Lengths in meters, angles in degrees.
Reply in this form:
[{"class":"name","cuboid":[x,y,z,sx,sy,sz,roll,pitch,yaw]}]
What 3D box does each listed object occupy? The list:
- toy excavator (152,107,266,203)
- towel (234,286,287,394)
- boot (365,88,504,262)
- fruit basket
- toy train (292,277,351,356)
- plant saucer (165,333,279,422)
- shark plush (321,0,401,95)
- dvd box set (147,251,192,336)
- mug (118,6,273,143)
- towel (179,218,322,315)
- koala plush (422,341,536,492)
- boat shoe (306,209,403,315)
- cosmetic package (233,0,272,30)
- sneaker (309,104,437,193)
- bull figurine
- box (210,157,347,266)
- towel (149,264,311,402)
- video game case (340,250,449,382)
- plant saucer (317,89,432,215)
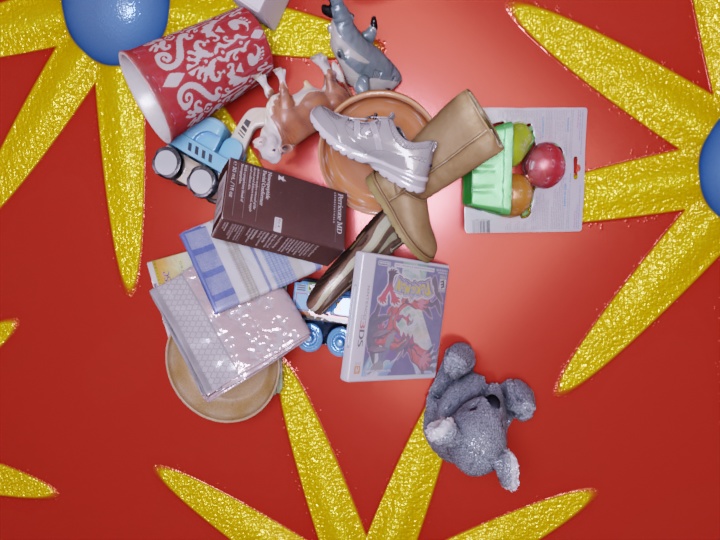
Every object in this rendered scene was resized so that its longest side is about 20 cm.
[{"class":"toy excavator","cuboid":[-0.210,-0.206,0.895,0.190,0.100,0.205,27,91,0]},{"class":"towel","cuboid":[-0.197,0.104,0.936,0.146,0.023,0.208,7,103,3]},{"class":"boot","cuboid":[0.124,-0.129,0.814,0.197,0.067,0.177,-33,106,25]},{"class":"fruit basket","cuboid":[0.255,-0.156,0.863,0.192,0.094,0.193,-3,98,-10]},{"class":"toy train","cuboid":[-0.026,0.078,0.912,0.192,0.087,0.119,7,92,5]},{"class":"plant saucer","cuboid":[-0.224,0.148,0.917,0.192,0.035,0.209,1,101,6]},{"class":"shark plush","cuboid":[-0.006,-0.347,0.826,0.082,0.092,0.202,-29,125,5]},{"class":"dvd box set","cuboid":[-0.257,0.031,0.954,0.193,0.029,0.152,-13,97,7]},{"class":"mug","cuboid":[-0.251,-0.311,0.843,0.198,0.176,0.136,-36,133,-21]},{"class":"towel","cuboid":[-0.168,-0.031,0.871,0.196,0.024,0.150,-24,75,-27]},{"class":"koala plush","cuboid":[0.175,0.247,0.853,0.174,0.200,0.188,31,100,0]},{"class":"boat shoe","cuboid":[0.002,0.000,0.860,0.075,0.074,0.203,44,77,-13]},{"class":"cosmetic package","cuboid":[-0.126,-0.489,0.841,0.073,0.102,0.204,29,98,2]},{"class":"sneaker","cuboid":[0.020,-0.189,0.780,0.196,0.075,0.084,30,105,7]},{"class":"bull figurine","cuboid":[-0.095,-0.249,0.841,0.197,0.064,0.125,-32,116,-30]},{"class":"box","cuboid":[-0.120,-0.084,0.841,0.194,0.075,0.104,13,65,-26]},{"class":"towel","cuboid":[-0.202,0.065,0.856,0.188,0.032,0.203,-30,75,-19]},{"class":"video game case","cuboid":[0.059,0.075,0.857,0.023,0.195,0.190,9,92,48]},{"class":"plant saucer","cuboid":[0.031,-0.182,0.859,0.192,0.038,0.206,3,127,3]}]
